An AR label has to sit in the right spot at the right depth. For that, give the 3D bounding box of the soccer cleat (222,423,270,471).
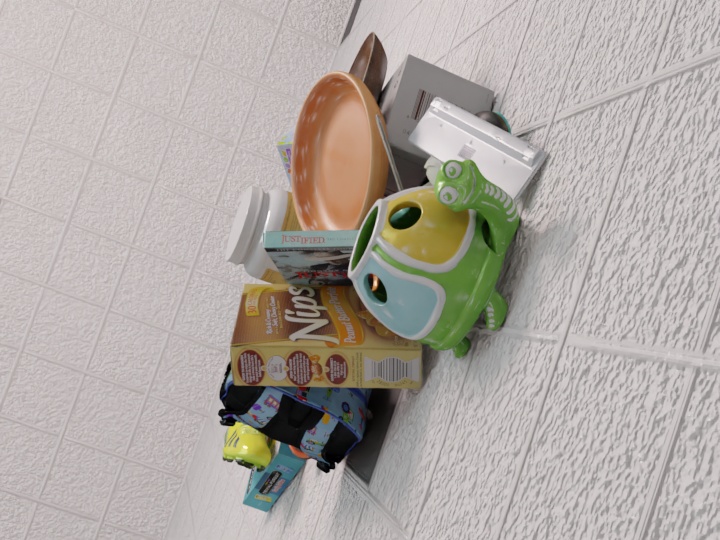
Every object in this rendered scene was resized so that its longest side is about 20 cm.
[{"bbox_3d":[-0.166,0.245,1.590,0.200,0.064,0.085,168,122,-78],"label":"soccer cleat"}]

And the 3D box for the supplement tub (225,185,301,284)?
[{"bbox_3d":[-0.099,-0.042,1.686,0.145,0.197,0.147,-161,90,-75],"label":"supplement tub"}]

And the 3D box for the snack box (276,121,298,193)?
[{"bbox_3d":[-0.029,-0.154,1.542,0.201,0.067,0.171,-56,-44,-50],"label":"snack box"}]

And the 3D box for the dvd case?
[{"bbox_3d":[-0.015,-0.003,1.146,0.200,0.143,0.022,70,-160,-71],"label":"dvd case"}]

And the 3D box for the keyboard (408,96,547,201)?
[{"bbox_3d":[0.109,-0.121,1.048,0.057,0.011,0.200,-60,35,8],"label":"keyboard"}]

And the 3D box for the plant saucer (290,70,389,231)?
[{"bbox_3d":[-0.021,-0.121,1.213,0.199,0.037,0.204,-1,88,62],"label":"plant saucer"}]

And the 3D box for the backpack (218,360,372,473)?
[{"bbox_3d":[-0.067,0.133,1.240,0.200,0.181,0.136,122,173,-70],"label":"backpack"}]

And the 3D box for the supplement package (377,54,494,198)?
[{"bbox_3d":[0.062,-0.148,1.291,0.200,0.115,0.119,136,153,-69],"label":"supplement package"}]

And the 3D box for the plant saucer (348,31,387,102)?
[{"bbox_3d":[-0.009,-0.197,1.347,0.200,0.032,0.203,-158,89,-80],"label":"plant saucer"}]

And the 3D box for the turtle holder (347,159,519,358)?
[{"bbox_3d":[0.066,-0.009,0.957,0.185,0.130,0.143,151,139,-75],"label":"turtle holder"}]

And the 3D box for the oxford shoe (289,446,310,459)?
[{"bbox_3d":[-0.070,0.202,1.525,0.201,0.070,0.073,-89,-6,-54],"label":"oxford shoe"}]

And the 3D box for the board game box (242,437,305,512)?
[{"bbox_3d":[-0.122,0.265,1.672,0.201,0.046,0.153,123,164,-51],"label":"board game box"}]

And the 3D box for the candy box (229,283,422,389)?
[{"bbox_3d":[-0.032,0.068,1.137,0.116,0.197,0.056,-86,-3,-57],"label":"candy box"}]

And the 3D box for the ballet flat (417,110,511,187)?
[{"bbox_3d":[0.096,-0.093,1.130,0.069,0.068,0.200,59,155,15],"label":"ballet flat"}]

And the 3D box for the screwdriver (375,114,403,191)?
[{"bbox_3d":[0.044,-0.070,1.141,0.029,0.202,0.028,-24,22,1],"label":"screwdriver"}]
